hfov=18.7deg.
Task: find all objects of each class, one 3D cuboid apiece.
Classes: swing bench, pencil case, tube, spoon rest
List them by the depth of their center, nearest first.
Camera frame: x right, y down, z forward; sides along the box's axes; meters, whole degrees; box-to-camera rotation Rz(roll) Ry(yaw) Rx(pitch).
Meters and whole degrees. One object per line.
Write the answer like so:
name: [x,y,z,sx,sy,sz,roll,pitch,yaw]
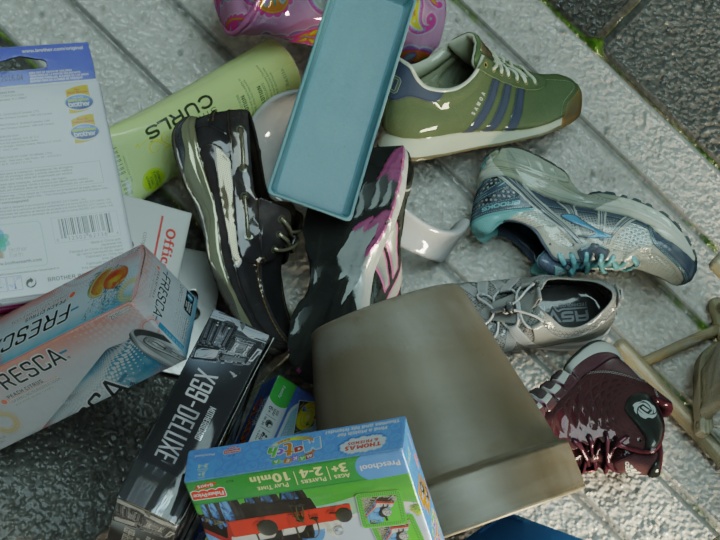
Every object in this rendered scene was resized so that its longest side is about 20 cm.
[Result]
swing bench: [0.331,0.093,1.742,0.129,0.199,0.201,-21,76,-27]
tube: [-0.136,-0.118,1.760,0.200,0.052,0.058,-34,81,-27]
spoon rest: [-0.003,-0.071,1.769,0.199,0.100,0.061,32,20,-7]
pencil case: [-0.027,-0.221,1.792,0.199,0.087,0.088,7,65,-34]

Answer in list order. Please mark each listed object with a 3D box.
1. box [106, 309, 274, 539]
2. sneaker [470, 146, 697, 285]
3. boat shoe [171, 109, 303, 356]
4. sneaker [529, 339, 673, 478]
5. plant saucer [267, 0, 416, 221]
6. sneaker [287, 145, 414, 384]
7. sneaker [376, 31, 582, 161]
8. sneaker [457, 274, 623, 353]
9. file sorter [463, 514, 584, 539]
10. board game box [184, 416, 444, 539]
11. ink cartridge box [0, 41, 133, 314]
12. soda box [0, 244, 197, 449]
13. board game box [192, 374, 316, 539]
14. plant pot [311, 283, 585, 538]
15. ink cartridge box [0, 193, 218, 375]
box: [-0.130,0.139,1.570,0.050,0.200,0.158,25,62,1]
sneaker: [0.182,-0.022,1.818,0.199,0.078,0.087,23,65,3]
boat shoe: [-0.084,-0.033,1.703,0.073,0.074,0.201,-20,92,10]
sneaker: [0.174,0.144,1.721,0.115,0.076,0.200,34,59,26]
plant saucer: [-0.015,-0.137,1.709,0.069,0.019,0.201,19,71,-6]
sneaker: [0.000,0.000,1.721,0.080,0.086,0.201,13,80,32]
sneaker: [0.104,-0.155,1.819,0.199,0.090,0.067,-15,30,-27]
sneaker: [0.119,0.030,1.765,0.199,0.082,0.075,-9,71,-20]
file sorter: [0.092,0.292,1.606,0.199,0.138,0.123,-31,114,-26]
board game box: [-0.018,0.194,1.476,0.150,0.201,0.037,-10,37,12]
ink cartridge box: [-0.243,-0.070,1.633,0.119,0.042,0.201,-7,75,-21]
soda box: [-0.216,0.060,1.572,0.068,0.199,0.064,47,32,-31]
board game box: [-0.051,0.199,1.653,0.135,0.034,0.201,31,62,-16]
plant pot: [0.045,0.110,1.595,0.199,0.200,0.175,-15,81,-23]
ink cartridge box: [-0.201,0.002,1.678,0.199,0.068,0.117,15,65,-12]
